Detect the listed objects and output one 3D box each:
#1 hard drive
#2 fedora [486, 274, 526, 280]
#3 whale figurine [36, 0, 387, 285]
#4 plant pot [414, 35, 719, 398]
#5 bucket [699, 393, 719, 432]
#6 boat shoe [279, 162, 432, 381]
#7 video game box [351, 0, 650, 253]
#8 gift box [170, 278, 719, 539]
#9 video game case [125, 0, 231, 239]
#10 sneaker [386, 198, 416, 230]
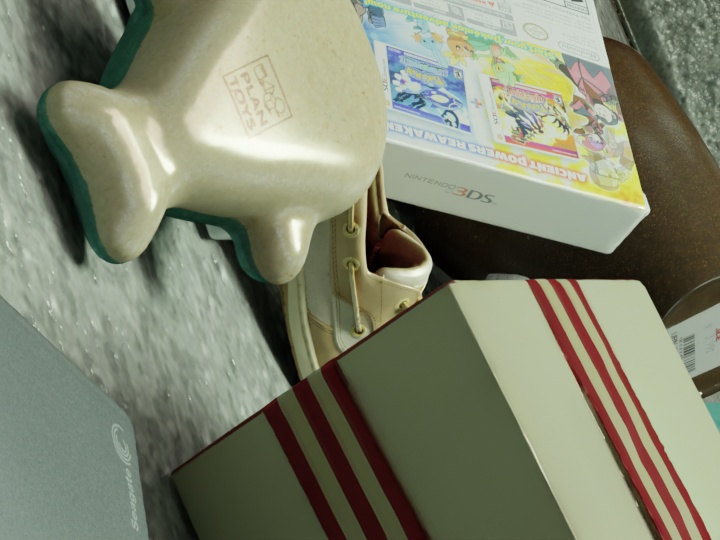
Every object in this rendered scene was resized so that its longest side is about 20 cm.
[{"bbox_3d":[-0.122,0.064,0.783,0.200,0.033,0.140,51,22,-53],"label":"hard drive"},{"bbox_3d":[0.094,0.104,1.412,0.200,0.090,0.177,58,15,-20],"label":"fedora"},{"bbox_3d":[-0.075,-0.064,1.076,0.200,0.104,0.159,-35,106,-51],"label":"whale figurine"},{"bbox_3d":[0.159,-0.014,1.539,0.200,0.187,0.187,51,-3,44],"label":"plant pot"},{"bbox_3d":[0.122,0.164,1.166,0.135,0.207,0.208,-16,84,-44],"label":"bucket"},{"bbox_3d":[0.000,0.000,1.216,0.074,0.069,0.200,-76,156,-54],"label":"boat shoe"},{"bbox_3d":[0.044,-0.108,1.334,0.200,0.047,0.182,14,43,-25],"label":"video game box"},{"bbox_3d":[0.046,0.125,0.998,0.200,0.184,0.187,-6,64,-52],"label":"gift box"},{"bbox_3d":[-0.068,-0.102,1.266,0.200,0.024,0.182,0,70,-77],"label":"video game case"},{"bbox_3d":[0.016,-0.095,1.376,0.200,0.090,0.070,-111,-179,-52],"label":"sneaker"}]
